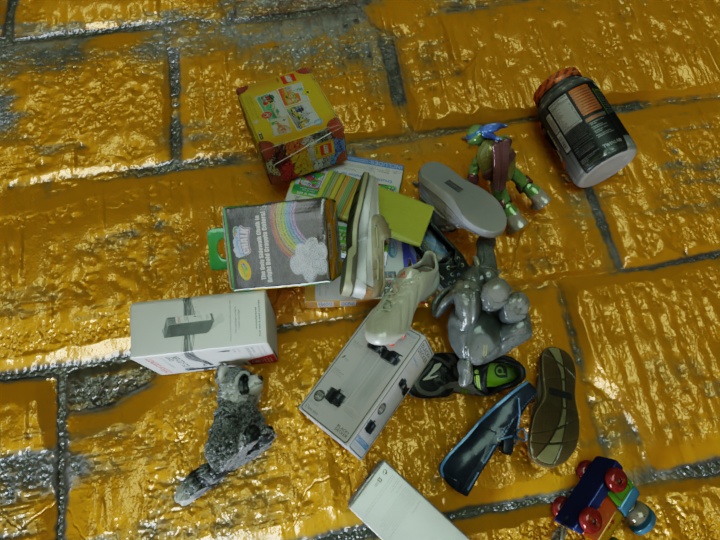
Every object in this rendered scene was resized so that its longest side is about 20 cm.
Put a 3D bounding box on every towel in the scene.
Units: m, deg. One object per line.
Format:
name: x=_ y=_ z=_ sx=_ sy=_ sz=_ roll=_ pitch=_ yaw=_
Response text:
towel: x=0.020 y=-0.104 z=0.884 sx=0.196 sy=0.018 sz=0.087 roll=20 pitch=64 yaw=9

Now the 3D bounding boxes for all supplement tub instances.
supplement tub: x=0.414 y=-0.271 z=0.982 sx=0.120 sy=0.123 sz=0.203 roll=-19 pitch=72 yaw=-10

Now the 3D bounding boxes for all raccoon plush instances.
raccoon plush: x=-0.222 y=0.235 z=0.789 sx=0.198 sy=0.097 sz=0.135 roll=-32 pitch=67 yaw=-13

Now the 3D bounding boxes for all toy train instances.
toy train: x=0.343 y=0.390 z=0.768 sx=0.116 sy=0.085 sz=0.200 roll=44 pitch=73 yaw=-1

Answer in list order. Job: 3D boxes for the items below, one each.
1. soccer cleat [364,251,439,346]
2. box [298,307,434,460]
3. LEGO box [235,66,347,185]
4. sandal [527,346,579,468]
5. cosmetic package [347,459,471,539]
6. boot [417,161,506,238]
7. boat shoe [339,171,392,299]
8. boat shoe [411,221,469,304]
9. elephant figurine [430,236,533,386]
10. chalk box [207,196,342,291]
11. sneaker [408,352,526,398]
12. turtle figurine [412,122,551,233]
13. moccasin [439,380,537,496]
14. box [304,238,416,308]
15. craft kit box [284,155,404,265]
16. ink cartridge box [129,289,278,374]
soccer cleat: x=0.064 y=0.040 z=0.805 sx=0.068 sy=0.079 sz=0.200 roll=15 pitch=36 yaw=29
box: x=0.012 y=0.170 z=0.810 sx=0.115 sy=0.060 sz=0.201 roll=22 pitch=67 yaw=39
LEGO box: x=-0.127 y=-0.267 z=0.948 sx=0.146 sy=0.078 sz=0.202 roll=-19 pitch=53 yaw=-9
sandal: x=0.305 y=0.220 z=0.841 sx=0.079 sy=0.054 sz=0.203 roll=19 pitch=56 yaw=-2
cosmetic package: x=0.081 y=0.370 z=0.742 sx=0.199 sy=0.108 sz=0.085 roll=40 pitch=73 yaw=13
boot: x=0.171 y=-0.099 z=0.901 sx=0.073 sy=0.097 sz=0.201 roll=-26 pitch=52 yaw=-17
boat shoe: x=0.013 y=-0.054 z=0.822 sx=0.067 sy=0.075 sz=0.205 roll=10 pitch=76 yaw=-10
boat shoe: x=0.148 y=-0.013 z=0.910 sx=0.068 sy=0.057 sz=0.201 roll=-38 pitch=77 yaw=-14
elephant figurine: x=0.184 y=0.049 z=0.823 sx=0.153 sy=0.200 sz=0.144 roll=-23 pitch=108 yaw=4
chalk box: x=-0.135 y=-0.040 z=0.802 sx=0.195 sy=0.124 sz=0.127 roll=-4 pitch=95 yaw=7
sneaker: x=0.169 y=0.164 z=0.831 sx=0.195 sy=0.083 sz=0.072 roll=-4 pitch=80 yaw=-3
turtle figurine: x=0.242 y=-0.171 z=0.965 sx=0.195 sy=0.199 sz=0.144 roll=50 pitch=51 yaw=-6
moccasin: x=0.208 y=0.261 z=0.810 sx=0.200 sy=0.081 sz=0.068 roll=-46 pitch=67 yaw=-3
box: x=0.000 y=0.000 z=0.909 sx=0.195 sy=0.042 sz=0.122 roll=-1 pitch=69 yaw=-5
craft kit box: x=-0.032 y=-0.118 z=0.922 sx=0.196 sy=0.049 sz=0.200 roll=11 pitch=55 yaw=5
ink cartridge box: x=-0.233 y=0.099 z=0.805 sx=0.195 sy=0.145 sz=0.086 roll=-5 pitch=70 yaw=-4
